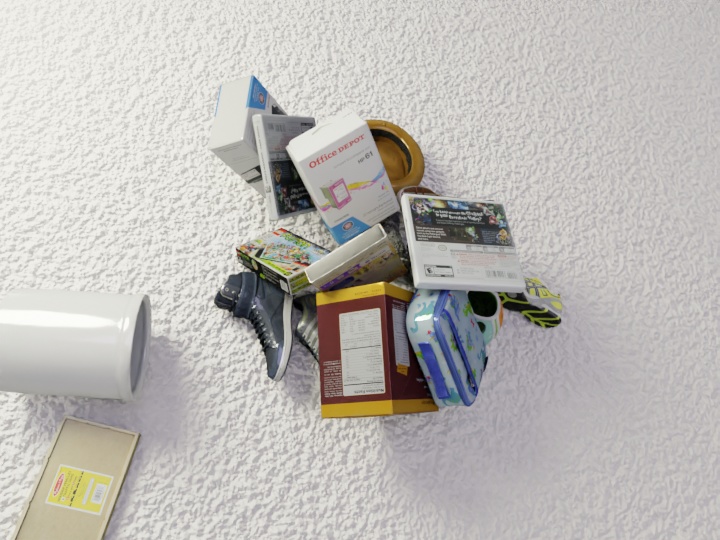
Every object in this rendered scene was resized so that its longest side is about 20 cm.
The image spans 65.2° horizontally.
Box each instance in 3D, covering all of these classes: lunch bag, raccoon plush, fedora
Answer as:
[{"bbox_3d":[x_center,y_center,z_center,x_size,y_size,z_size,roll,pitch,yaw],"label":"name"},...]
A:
[{"bbox_3d":[0.151,0.124,0.972,0.161,0.081,0.203,-53,126,-51],"label":"lunch bag"},{"bbox_3d":[0.081,-0.053,1.148,0.199,0.097,0.134,41,60,10],"label":"raccoon plush"},{"bbox_3d":[0.042,-0.230,1.221,0.196,0.082,0.204,5,62,-10],"label":"fedora"}]

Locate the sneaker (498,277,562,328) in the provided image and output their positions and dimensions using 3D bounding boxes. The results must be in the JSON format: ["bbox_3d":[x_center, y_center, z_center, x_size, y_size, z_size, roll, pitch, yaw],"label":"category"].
[{"bbox_3d":[0.345,0.045,1.205,0.198,0.075,0.077,33,55,-12],"label":"sneaker"}]

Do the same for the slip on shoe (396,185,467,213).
[{"bbox_3d":[0.152,-0.132,1.196,0.197,0.060,0.078,1,83,-31],"label":"slip on shoe"}]

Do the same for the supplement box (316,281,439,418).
[{"bbox_3d":[0.033,0.144,0.965,0.131,0.196,0.205,-10,75,28],"label":"supplement box"}]

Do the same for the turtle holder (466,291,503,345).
[{"bbox_3d":[0.196,0.074,1.109,0.184,0.132,0.142,34,64,0],"label":"turtle holder"}]

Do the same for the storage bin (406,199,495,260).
[{"bbox_3d":[0.186,-0.048,1.118,0.132,0.200,0.096,-5,68,-18],"label":"storage bin"}]

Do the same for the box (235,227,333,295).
[{"bbox_3d":[-0.137,-0.022,1.031,0.109,0.035,0.199,-27,32,-30],"label":"box"}]

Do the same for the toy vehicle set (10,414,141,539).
[{"bbox_3d":[-0.439,0.340,0.876,0.122,0.027,0.203,17,64,-8],"label":"toy vehicle set"}]

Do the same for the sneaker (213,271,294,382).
[{"bbox_3d":[-0.195,0.095,1.012,0.144,0.077,0.206,12,55,-23],"label":"sneaker"}]

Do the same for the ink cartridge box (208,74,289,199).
[{"bbox_3d":[-0.191,-0.249,1.093,0.083,0.200,0.148,-7,65,24],"label":"ink cartridge box"}]

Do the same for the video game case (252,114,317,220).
[{"bbox_3d":[-0.128,-0.200,1.077,0.199,0.023,0.186,-27,110,-63],"label":"video game case"}]

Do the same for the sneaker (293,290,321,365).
[{"bbox_3d":[-0.081,0.133,1.048,0.079,0.074,0.203,-6,62,-11],"label":"sneaker"}]

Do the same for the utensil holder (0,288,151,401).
[{"bbox_3d":[-0.448,0.117,0.891,0.196,0.170,0.173,4,67,-11],"label":"utensil holder"}]

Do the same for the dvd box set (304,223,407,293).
[{"bbox_3d":[0.000,0.000,0.977,0.145,0.200,0.030,-31,69,5],"label":"dvd box set"}]

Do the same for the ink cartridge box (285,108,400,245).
[{"bbox_3d":[-0.030,-0.173,1.054,0.143,0.202,0.085,-30,37,-4],"label":"ink cartridge box"}]

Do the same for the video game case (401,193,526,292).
[{"bbox_3d":[0.175,-0.048,0.974,0.196,0.023,0.185,3,58,-14],"label":"video game case"}]
